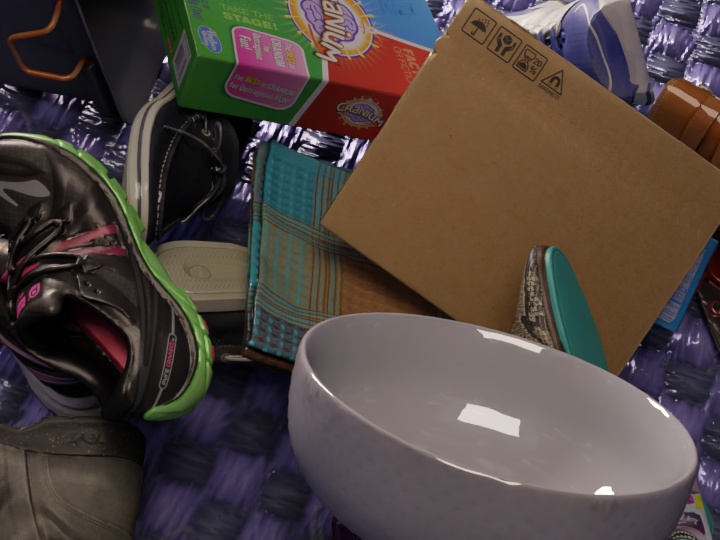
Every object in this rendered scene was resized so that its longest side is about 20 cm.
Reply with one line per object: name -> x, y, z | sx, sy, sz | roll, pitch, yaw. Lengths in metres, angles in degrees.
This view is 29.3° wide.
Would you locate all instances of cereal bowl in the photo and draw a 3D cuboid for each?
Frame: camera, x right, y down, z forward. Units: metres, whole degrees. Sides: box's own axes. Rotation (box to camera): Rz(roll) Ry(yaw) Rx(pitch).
cereal bowl -> 0.055, 0.095, 0.658 | 0.197, 0.084, 0.200 | 14, 15, -4

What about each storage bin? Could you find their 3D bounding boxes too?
storage bin -> -0.221, -0.196, 0.914 | 0.132, 0.201, 0.147 | 6, 56, 14

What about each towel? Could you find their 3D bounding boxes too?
towel -> 0.000, 0.000, 0.837 | 0.145, 0.022, 0.201 | 17, 36, -14

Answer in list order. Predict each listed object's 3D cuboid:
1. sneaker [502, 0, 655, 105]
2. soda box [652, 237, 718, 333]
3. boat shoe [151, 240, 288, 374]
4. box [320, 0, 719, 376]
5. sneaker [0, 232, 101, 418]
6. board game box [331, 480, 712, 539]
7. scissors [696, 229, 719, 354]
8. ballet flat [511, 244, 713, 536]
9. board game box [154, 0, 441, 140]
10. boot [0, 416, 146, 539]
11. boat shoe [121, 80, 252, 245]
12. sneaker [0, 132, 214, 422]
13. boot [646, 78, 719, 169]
sneaker -> 0.121, -0.138, 0.925 | 0.114, 0.200, 0.082 | -18, 104, 1
soda box -> 0.115, -0.033, 0.860 | 0.198, 0.068, 0.065 | 27, 90, -1
boat shoe -> -0.040, 0.030, 0.854 | 0.197, 0.068, 0.072 | 6, 36, -16
box -> 0.100, -0.038, 0.813 | 0.199, 0.021, 0.165 | 35, 91, -2
sneaker -> -0.213, 0.002, 0.841 | 0.199, 0.087, 0.080 | 34, 61, 17
board game box -> 0.088, 0.172, 0.700 | 0.197, 0.032, 0.122 | -4, 60, -7
scissors -> 0.223, 0.016, 0.904 | 0.072, 0.014, 0.202 | 6, 59, -2
ballet flat -> 0.124, 0.087, 0.782 | 0.202, 0.075, 0.068 | 59, 29, -6
board game box -> -0.035, -0.156, 0.922 | 0.197, 0.041, 0.154 | 7, 43, -27
boot -> -0.214, 0.150, 0.764 | 0.197, 0.068, 0.132 | 0, 63, -2
boat shoe -> -0.108, -0.070, 0.866 | 0.061, 0.076, 0.201 | 11, 25, 2
sneaker -> -0.159, 0.000, 0.752 | 0.200, 0.077, 0.083 | 47, 35, 19
boot -> 0.246, -0.065, 0.835 | 0.155, 0.200, 0.074 | 44, 79, 6
